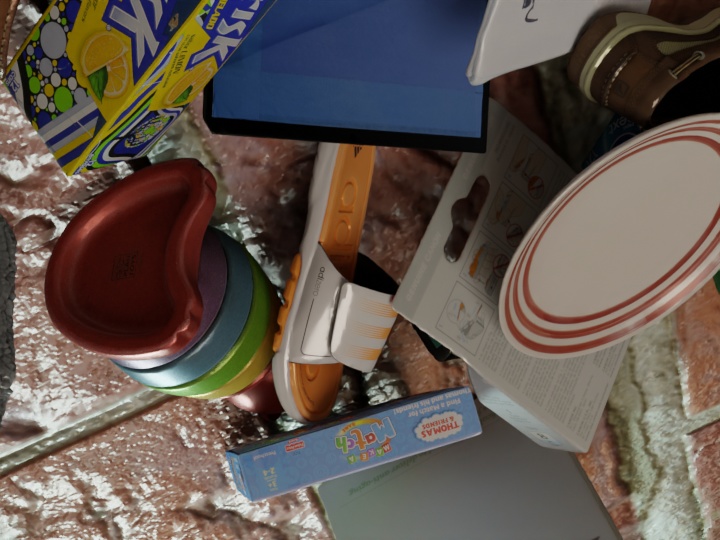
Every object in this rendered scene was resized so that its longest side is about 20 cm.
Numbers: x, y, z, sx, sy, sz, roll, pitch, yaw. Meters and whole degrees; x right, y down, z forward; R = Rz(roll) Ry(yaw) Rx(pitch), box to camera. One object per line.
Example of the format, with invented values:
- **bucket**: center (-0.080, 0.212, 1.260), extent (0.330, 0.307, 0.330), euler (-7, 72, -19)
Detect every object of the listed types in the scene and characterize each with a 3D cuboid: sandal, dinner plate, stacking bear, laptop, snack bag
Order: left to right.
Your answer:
- **stacking bear**: center (-0.093, 0.033, 0.815), extent (0.114, 0.122, 0.200), euler (-9, 152, 26)
- **sandal**: center (-0.004, 0.000, 0.788), extent (0.079, 0.059, 0.207), euler (-9, 110, -64)
- **laptop**: center (0.019, -0.167, 0.679), extent (0.177, 0.103, 0.200), euler (1, 146, -25)
- **snack bag**: center (0.139, -0.197, 0.702), extent (0.189, 0.021, 0.200), euler (-24, 141, -45)
- **dinner plate**: center (0.168, -0.022, 0.802), extent (0.200, 0.024, 0.200), euler (-20, 140, -17)

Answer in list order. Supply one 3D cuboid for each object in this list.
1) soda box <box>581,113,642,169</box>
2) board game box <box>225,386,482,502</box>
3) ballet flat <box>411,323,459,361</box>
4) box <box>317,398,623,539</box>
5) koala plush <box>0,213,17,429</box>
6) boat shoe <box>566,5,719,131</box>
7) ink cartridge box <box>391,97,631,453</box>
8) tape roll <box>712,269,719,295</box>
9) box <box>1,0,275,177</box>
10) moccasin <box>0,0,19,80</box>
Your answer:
- **soda box**: center (0.259, -0.062, 0.908), extent (0.200, 0.064, 0.068), euler (10, 125, -31)
- **board game box**: center (-0.013, 0.118, 0.888), extent (0.151, 0.037, 0.200), euler (-15, 174, -9)
- **ballet flat**: center (0.126, 0.055, 0.951), extent (0.200, 0.068, 0.068), euler (7, 136, -28)
- **box**: center (0.106, 0.236, 1.014), extent (0.199, 0.200, 0.171), euler (-29, 138, 4)
- **koala plush**: center (-0.298, 0.065, 0.718), extent (0.177, 0.184, 0.200), euler (-3, 172, -37)
- **boat shoe**: center (0.215, -0.115, 0.799), extent (0.202, 0.075, 0.075), euler (-13, 138, -39)
- **ink cartridge box**: center (0.106, 0.007, 0.861), extent (0.200, 0.047, 0.160), euler (37, 69, -31)
- **tape roll**: center (0.345, -0.026, 0.899), extent (0.200, 0.048, 0.201), euler (-13, 133, -15)
- **box**: center (-0.096, -0.135, 0.638), extent (0.200, 0.070, 0.064), euler (-42, 170, 38)
- **moccasin**: center (-0.156, -0.185, 0.612), extent (0.078, 0.074, 0.201), euler (5, 110, -34)
